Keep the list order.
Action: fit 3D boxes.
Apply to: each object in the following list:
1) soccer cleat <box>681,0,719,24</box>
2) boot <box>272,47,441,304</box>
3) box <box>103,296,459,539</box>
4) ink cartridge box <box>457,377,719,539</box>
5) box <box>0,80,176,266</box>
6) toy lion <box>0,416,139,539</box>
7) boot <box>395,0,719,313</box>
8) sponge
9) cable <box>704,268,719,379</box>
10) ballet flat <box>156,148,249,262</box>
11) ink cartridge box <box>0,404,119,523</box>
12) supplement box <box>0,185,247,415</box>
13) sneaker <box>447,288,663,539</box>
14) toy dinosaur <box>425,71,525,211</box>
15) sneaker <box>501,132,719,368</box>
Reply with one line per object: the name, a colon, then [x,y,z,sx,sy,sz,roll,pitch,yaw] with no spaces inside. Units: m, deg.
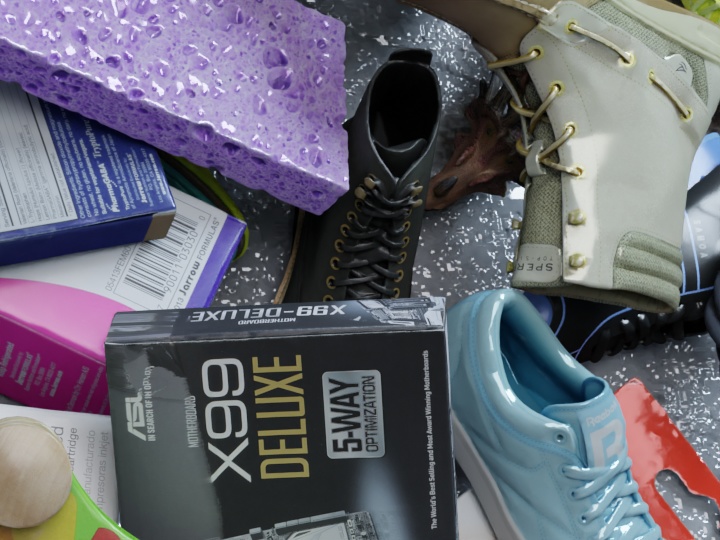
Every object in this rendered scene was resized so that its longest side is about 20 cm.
soccer cleat: [0.221,-0.116,1.579,0.084,0.065,0.200,-39,82,-22]
boot: [0.000,0.000,1.435,0.077,0.138,0.201,4,68,-12]
box: [-0.032,0.115,1.348,0.157,0.050,0.201,-2,108,3]
ink cartridge box: [0.121,0.163,1.451,0.200,0.050,0.162,-35,81,-20]
box: [-0.198,-0.057,1.350,0.199,0.032,0.122,-10,66,-25]
toy lion: [-0.148,0.176,1.281,0.199,0.069,0.192,31,87,-8]
boot: [0.089,-0.069,1.409,0.199,0.072,0.156,17,81,-31]
sponge: [-0.095,-0.110,1.387,0.199,0.030,0.112,24,46,-27]
cable: [0.256,0.065,1.494,0.163,0.051,0.201,-20,90,-41]
ballet flat: [-0.140,-0.071,1.474,0.199,0.067,0.067,25,44,-1]
ink cartridge box: [-0.218,0.137,1.354,0.199,0.084,0.146,7,68,-12]
supplement box: [-0.173,-0.008,1.415,0.199,0.103,0.102,26,64,-4]
sneaker: [0.103,0.097,1.410,0.074,0.082,0.200,-37,88,-37]
toy dinosaur: [0.104,-0.119,1.506,0.085,0.201,0.135,21,21,21]
sneaker: [0.148,0.009,1.507,0.200,0.070,0.078,-40,77,-24]
